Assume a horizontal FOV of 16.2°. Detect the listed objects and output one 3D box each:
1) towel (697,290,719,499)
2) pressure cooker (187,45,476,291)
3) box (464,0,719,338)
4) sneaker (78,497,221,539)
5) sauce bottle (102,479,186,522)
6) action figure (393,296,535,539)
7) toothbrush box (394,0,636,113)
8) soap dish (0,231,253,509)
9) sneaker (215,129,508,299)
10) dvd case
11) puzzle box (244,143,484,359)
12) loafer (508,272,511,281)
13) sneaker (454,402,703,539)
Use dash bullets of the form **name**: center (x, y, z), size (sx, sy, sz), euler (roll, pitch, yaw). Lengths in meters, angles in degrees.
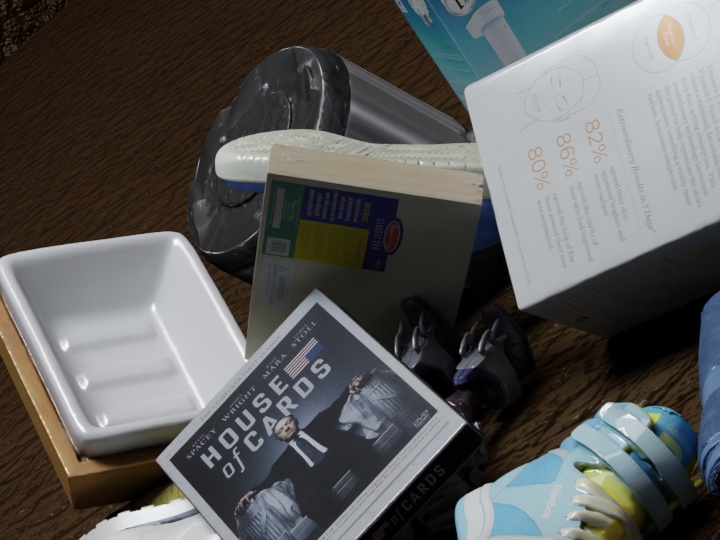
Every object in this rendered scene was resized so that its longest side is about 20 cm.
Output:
- **towel**: center (0.228, 0.052, 1.313), size (0.112, 0.049, 0.200), euler (-29, 18, 18)
- **pressure cooker**: center (0.002, -0.047, 1.783), size (0.179, 0.200, 0.176), euler (-56, 31, 12)
- **box**: center (0.184, -0.070, 1.506), size (0.200, 0.153, 0.106), euler (-24, -24, 29)
- **sneaker**: center (-0.119, 0.192, 1.563), size (0.200, 0.076, 0.081), euler (-29, 27, 23)
- **sauce bottle**: center (-0.071, 0.141, 1.613), size (0.200, 0.065, 0.065), euler (-29, 17, 19)
- **action figure**: center (0.034, 0.101, 1.515), size (0.130, 0.069, 0.200), euler (-10, 34, 31)
- **toothbrush box**: center (0.138, -0.165, 1.821), size (0.146, 0.200, 0.085), euler (-39, 16, -9)
- **soap dish**: center (-0.155, 0.067, 1.689), size (0.157, 0.081, 0.200), euler (-9, 45, -25)
- **sneaker**: center (0.003, -0.028, 1.644), size (0.199, 0.111, 0.077), euler (2, 19, -6)
- **dvd case**: center (-0.028, 0.106, 1.496), size (0.150, 0.025, 0.200), euler (-47, 36, -2)
- **puzzle box**: center (0.000, 0.000, 1.587), size (0.200, 0.133, 0.025), euler (101, 177, -53)
- **loafer**: center (0.154, -0.030, 1.632), size (0.200, 0.076, 0.068), euler (-18, 17, 43)
- **sneaker**: center (0.118, 0.127, 1.259), size (0.130, 0.080, 0.200), euler (-36, 17, 6)
